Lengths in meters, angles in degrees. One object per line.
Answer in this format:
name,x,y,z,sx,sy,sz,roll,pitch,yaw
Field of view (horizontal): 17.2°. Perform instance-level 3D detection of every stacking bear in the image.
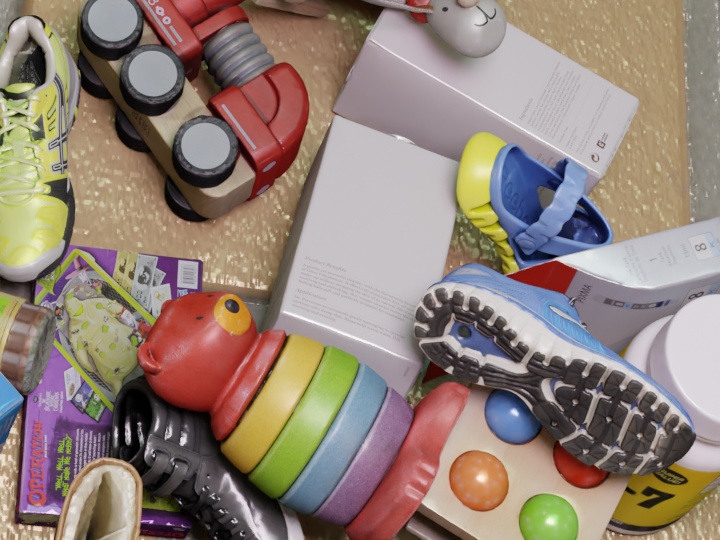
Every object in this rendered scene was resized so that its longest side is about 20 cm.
stacking bear,-0.049,0.085,1.536,0.199,0.114,0.122,33,40,-5

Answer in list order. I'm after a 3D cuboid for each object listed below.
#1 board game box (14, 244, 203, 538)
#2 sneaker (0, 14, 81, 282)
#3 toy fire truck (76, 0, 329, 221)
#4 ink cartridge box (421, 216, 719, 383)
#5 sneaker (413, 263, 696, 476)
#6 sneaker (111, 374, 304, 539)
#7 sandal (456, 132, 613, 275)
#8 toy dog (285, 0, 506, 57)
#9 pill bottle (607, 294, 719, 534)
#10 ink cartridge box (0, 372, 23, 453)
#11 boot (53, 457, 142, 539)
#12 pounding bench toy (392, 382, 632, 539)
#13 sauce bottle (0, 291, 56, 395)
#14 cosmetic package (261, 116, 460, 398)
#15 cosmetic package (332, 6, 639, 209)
board game box,-0.171,0.081,1.641,0.119,0.032,0.202,9,63,-16
sneaker,-0.239,-0.086,1.660,0.075,0.077,0.202,-6,61,6
toy fire truck,-0.088,-0.152,1.737,0.199,0.129,0.177,-34,79,-17
ink cartridge box,0.154,0.039,1.677,0.198,0.160,0.048,-15,67,-18
sneaker,0.135,0.054,1.551,0.199,0.079,0.089,34,34,2
sneaker,-0.105,0.152,1.572,0.099,0.071,0.201,-7,70,-41
sandal,0.143,-0.021,1.704,0.086,0.200,0.080,4,62,33
toy dog,0.017,-0.229,1.691,0.198,0.097,0.132,11,55,21
pill bottle,0.218,0.099,1.652,0.113,0.200,0.115,7,63,-14
ink cartridge box,-0.319,0.135,1.502,0.200,0.147,0.086,-38,82,-28
boot,-0.186,0.229,1.468,0.066,0.200,0.177,11,63,-12
pounding bench toy,0.080,0.184,1.596,0.124,0.156,0.201,31,61,-1
sauce bottle,-0.306,0.029,1.596,0.198,0.065,0.065,15,62,3
cosmetic package,0.000,0.000,1.663,0.107,0.085,0.201,21,45,-5
cosmetic package,0.091,-0.123,1.772,0.199,0.108,0.085,32,60,-2
